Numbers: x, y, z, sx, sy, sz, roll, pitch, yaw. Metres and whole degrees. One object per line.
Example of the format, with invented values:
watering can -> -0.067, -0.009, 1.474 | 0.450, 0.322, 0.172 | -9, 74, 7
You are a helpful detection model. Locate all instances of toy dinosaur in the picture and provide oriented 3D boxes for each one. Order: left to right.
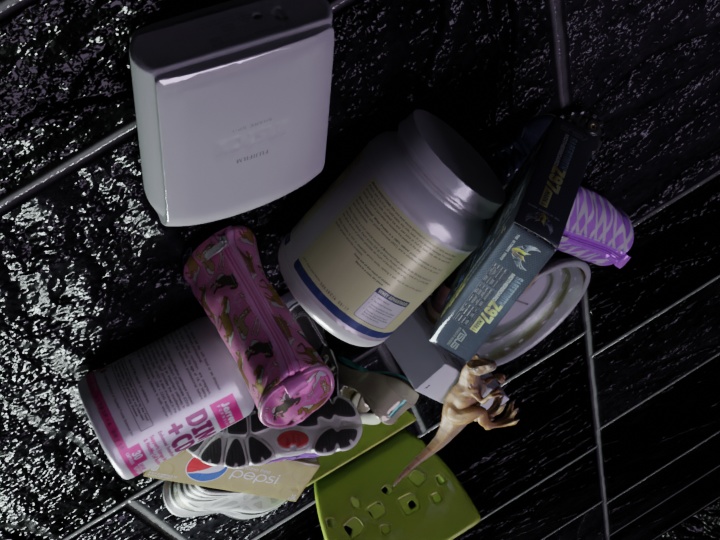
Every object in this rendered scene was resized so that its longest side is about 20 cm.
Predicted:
toy dinosaur -> 0.114, 0.160, 1.293 | 0.105, 0.061, 0.202 | 9, 126, -19

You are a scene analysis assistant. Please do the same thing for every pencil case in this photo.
pencil case -> -0.096, 0.051, 1.076 | 0.083, 0.201, 0.086 | -44, 146, 18
pencil case -> 0.253, -0.057, 1.367 | 0.199, 0.086, 0.084 | 11, 125, -51

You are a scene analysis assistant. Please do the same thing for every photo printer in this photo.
photo printer -> -0.104, -0.124, 0.948 | 0.164, 0.070, 0.201 | -20, 147, -21

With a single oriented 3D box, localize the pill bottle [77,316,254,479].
pill bottle -> -0.178, 0.118, 1.182 | 0.198, 0.114, 0.114 | -28, 150, -9

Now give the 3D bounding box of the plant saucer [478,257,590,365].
plant saucer -> 0.208, 0.044, 1.496 | 0.198, 0.050, 0.201 | -28, 151, -17

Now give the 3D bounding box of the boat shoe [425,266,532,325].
boat shoe -> 0.151, -0.007, 1.332 | 0.199, 0.072, 0.073 | -32, 142, -36

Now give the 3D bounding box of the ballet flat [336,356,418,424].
ballet flat -> 0.003, 0.143, 1.341 | 0.069, 0.070, 0.200 | -21, -172, -18

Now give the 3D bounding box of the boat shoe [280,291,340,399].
boat shoe -> -0.054, 0.109, 1.298 | 0.070, 0.063, 0.202 | -35, 137, -24

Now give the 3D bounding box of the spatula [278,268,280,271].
spatula -> 0.000, 0.000, 1.254 | 0.198, 0.056, 0.021 | -14, 130, -40

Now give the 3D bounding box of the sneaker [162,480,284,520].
sneaker -> -0.136, 0.267, 1.439 | 0.198, 0.077, 0.115 | 1, 161, -41

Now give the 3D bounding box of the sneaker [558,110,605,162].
sneaker -> 0.184, -0.101, 1.271 | 0.200, 0.072, 0.072 | -43, -178, 5

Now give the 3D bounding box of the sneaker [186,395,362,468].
sneaker -> -0.097, 0.186, 1.262 | 0.196, 0.082, 0.084 | 3, 155, -11

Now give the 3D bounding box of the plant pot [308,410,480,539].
plant pot -> 0.026, 0.291, 1.517 | 0.198, 0.183, 0.199 | -29, 174, -5

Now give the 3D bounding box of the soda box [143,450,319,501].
soda box -> -0.149, 0.207, 1.323 | 0.198, 0.064, 0.068 | 17, 123, -28

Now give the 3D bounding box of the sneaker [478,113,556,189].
sneaker -> 0.128, -0.097, 1.201 | 0.199, 0.075, 0.084 | -39, 154, 11

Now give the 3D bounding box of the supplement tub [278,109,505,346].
supplement tub -> 0.030, -0.041, 1.118 | 0.200, 0.146, 0.144 | -46, 147, 22

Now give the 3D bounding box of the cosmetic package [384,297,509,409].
cosmetic package -> 0.084, 0.089, 1.352 | 0.051, 0.152, 0.200 | -38, 150, 12

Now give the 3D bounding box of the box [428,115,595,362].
box -> 0.144, -0.027, 1.105 | 0.159, 0.051, 0.201 | -62, -179, -41
